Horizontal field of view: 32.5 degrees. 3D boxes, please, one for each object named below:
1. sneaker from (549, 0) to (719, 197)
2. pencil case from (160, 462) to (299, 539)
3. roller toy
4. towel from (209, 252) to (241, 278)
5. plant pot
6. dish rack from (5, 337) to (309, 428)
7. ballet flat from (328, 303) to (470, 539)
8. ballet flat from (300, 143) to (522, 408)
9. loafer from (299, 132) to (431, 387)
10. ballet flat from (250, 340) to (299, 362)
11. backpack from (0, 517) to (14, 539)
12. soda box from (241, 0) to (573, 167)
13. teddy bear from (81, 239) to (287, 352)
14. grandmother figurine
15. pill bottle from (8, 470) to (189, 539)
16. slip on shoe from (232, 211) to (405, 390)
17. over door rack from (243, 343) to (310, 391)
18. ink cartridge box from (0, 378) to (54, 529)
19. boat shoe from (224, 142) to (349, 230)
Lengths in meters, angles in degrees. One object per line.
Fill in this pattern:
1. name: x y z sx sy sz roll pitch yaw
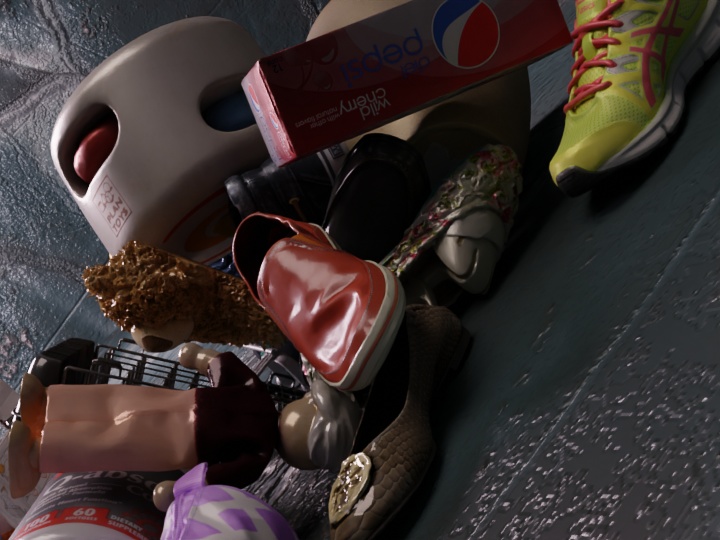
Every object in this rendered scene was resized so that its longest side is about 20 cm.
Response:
1. sneaker: 0.155 -0.127 0.755 0.078 0.090 0.201 -28 22 53
2. pencil case: -0.090 0.184 0.563 0.084 0.086 0.200 -37 13 29
3. roller toy: -0.130 -0.084 0.940 0.199 0.140 0.183 -35 -13 -1
4. towel: -0.100 -0.004 1.121 0.111 0.049 0.199 -18 -9 25
5. plant pot: 0.051 -0.106 0.917 0.187 0.187 0.201 -42 26 18
6. dish rack: -0.118 0.087 0.812 0.153 0.197 0.055 -141 64 -85
7. ballet flat: 0.015 0.074 0.663 0.067 0.046 0.201 -40 12 33
8. ballet flat: 0.044 0.011 0.781 0.200 0.075 0.064 -50 41 3
9. loafer: 0.000 0.000 0.825 0.073 0.072 0.201 -65 -9 -46
10. ballet flat: -0.028 -0.005 1.058 0.201 0.073 0.073 -57 15 -27
11. backpack: -0.314 0.260 0.914 0.152 0.176 0.201 -1 45 53
12. soda box: 0.029 -0.132 0.780 0.198 0.064 0.070 -24 4 -14
13. teddy bear: -0.115 0.028 0.870 0.200 0.143 0.068 86 -158 -88
14. grandmother figurine: -0.092 0.089 0.703 0.061 0.197 0.122 96 175 -51
15. pill bottle: -0.150 0.173 0.743 0.116 0.116 0.200 -44 8 7
16. slip on shoe: -0.029 0.013 0.717 0.075 0.061 0.200 -63 26 9
17. over door rack: -0.131 0.115 0.981 0.148 0.067 0.199 -49 32 -16
18. ink cartridge box: -0.233 0.173 0.903 0.045 0.176 0.200 -46 10 4
19. boat shoe: -0.042 -0.024 0.911 0.090 0.071 0.201 -25 -33 -7
